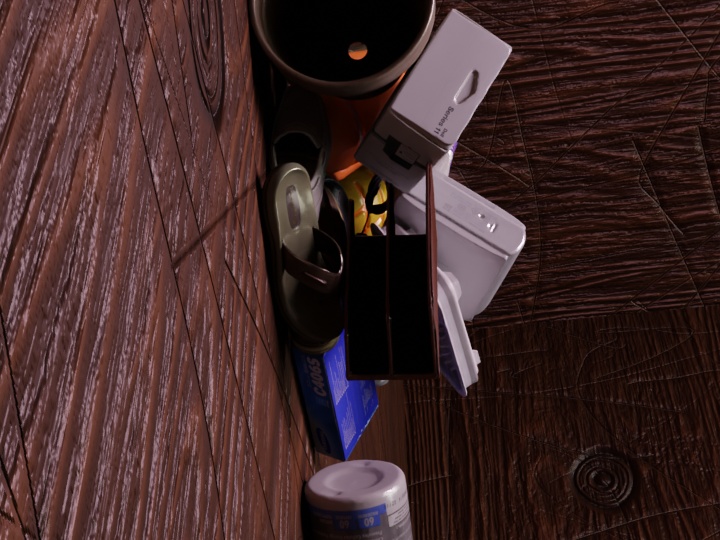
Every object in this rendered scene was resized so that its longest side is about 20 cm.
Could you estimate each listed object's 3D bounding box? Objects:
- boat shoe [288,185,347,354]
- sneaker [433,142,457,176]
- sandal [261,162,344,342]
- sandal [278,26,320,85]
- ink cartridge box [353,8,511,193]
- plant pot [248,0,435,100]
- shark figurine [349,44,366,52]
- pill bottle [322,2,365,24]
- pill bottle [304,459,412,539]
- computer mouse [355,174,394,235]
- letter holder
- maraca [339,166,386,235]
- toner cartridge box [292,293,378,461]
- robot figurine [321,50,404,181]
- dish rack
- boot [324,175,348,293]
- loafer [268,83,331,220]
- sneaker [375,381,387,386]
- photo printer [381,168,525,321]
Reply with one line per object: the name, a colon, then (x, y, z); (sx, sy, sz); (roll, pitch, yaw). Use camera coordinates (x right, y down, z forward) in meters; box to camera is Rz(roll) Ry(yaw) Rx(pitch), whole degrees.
boat shoe: (-0.051, -0.012, 1.619); (0.068, 0.072, 0.201); (79, 9, -71)
sneaker: (0.061, -0.157, 1.878); (0.200, 0.081, 0.084); (23, -96, 54)
sandal: (-0.052, -0.013, 1.515); (0.080, 0.057, 0.202); (-40, 126, -43)
sandal: (-0.073, -0.270, 1.802); (0.087, 0.079, 0.200); (47, 2, 16)
ink cartridge box: (0.078, -0.186, 1.648); (0.147, 0.083, 0.200); (-58, -176, -15)
plant pot: (-0.012, -0.271, 1.624); (0.174, 0.199, 0.201); (62, 23, -78)
shark figurine: (-0.049, -0.304, 1.907); (0.089, 0.214, 0.129); (14, 100, -47)
pill bottle: (-0.040, -0.368, 1.798); (0.200, 0.111, 0.111); (-110, -169, -61)
pill bottle: (0.004, 0.323, 1.633); (0.114, 0.113, 0.201); (-82, 165, -75)
computer mouse: (-0.006, -0.053, 1.850); (0.034, 0.058, 0.200); (54, -45, 32)
letter holder: (0.032, -0.004, 1.570); (0.142, 0.100, 0.200); (85, 5, -49)
maraca: (-0.025, -0.087, 1.915); (0.200, 0.107, 0.138); (23, 75, -68)
toner cartridge box: (-0.027, 0.125, 1.720); (0.095, 0.043, 0.200); (-56, 151, -35)
robot figurine: (-0.013, -0.192, 1.786); (0.117, 0.200, 0.144); (55, -37, 3)
dish rack: (0.084, 0.040, 1.762); (0.172, 0.043, 0.200); (49, -16, 45)
boot: (0.000, 0.000, 1.752); (0.168, 0.076, 0.201); (31, -46, 43)
loafer: (-0.065, -0.134, 1.609); (0.070, 0.070, 0.201); (93, -5, -54)
sneaker: (-0.008, 0.084, 1.881); (0.200, 0.113, 0.076); (-62, 154, -62)
photo printer: (0.102, -0.025, 1.821); (0.070, 0.166, 0.200); (-55, 175, -31)
